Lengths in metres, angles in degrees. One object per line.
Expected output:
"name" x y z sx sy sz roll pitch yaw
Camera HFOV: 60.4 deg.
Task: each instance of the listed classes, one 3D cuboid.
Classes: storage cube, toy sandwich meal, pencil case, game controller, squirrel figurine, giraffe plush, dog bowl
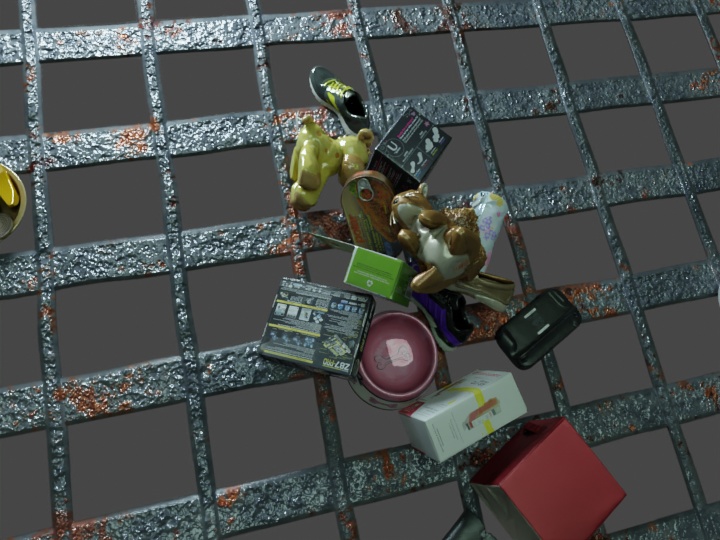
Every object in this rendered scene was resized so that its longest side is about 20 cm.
"storage cube" 0.340 0.404 1.154 0.179 0.171 0.201 -38 83 -18
"toy sandwich meal" -0.742 -0.140 1.175 0.201 0.070 0.210 3 72 -10
"pencil case" 0.252 -0.068 1.327 0.082 0.091 0.203 15 70 23
"game controller" 0.383 0.122 1.327 0.198 0.042 0.105 -34 67 -19
"squirrel figurine" 0.142 -0.069 1.157 0.198 0.143 0.187 5 38 -46
"giraffe plush" -0.056 -0.224 1.283 0.159 0.172 0.205 4 83 -15
"dog bowl" 0.066 0.171 1.228 0.196 0.074 0.204 3 73 -10

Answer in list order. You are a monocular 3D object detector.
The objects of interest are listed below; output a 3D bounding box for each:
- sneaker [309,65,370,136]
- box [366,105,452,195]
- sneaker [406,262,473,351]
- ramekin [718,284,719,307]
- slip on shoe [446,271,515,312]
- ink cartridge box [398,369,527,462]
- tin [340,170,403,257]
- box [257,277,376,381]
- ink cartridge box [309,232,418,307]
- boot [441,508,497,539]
"sneaker" -0.038 -0.389 1.378 0.074 0.085 0.201 -38 83 -20
"box" 0.086 -0.217 1.286 0.114 0.200 0.133 36 69 1
"sneaker" 0.165 0.058 1.259 0.069 0.099 0.202 -27 82 -41
"ramekin" 0.916 0.064 1.410 0.198 0.094 0.207 3 72 -9
"slip on shoe" 0.214 0.014 1.228 0.197 0.076 0.061 26 112 -2
"ink cartridge box" 0.191 0.268 1.176 0.197 0.145 0.085 -23 91 -17
"tin" 0.026 -0.108 1.259 0.110 0.203 0.042 -11 33 10
"box" -0.083 0.110 1.195 0.196 0.049 0.164 9 68 18
"ink cartridge box" 0.000 0.000 1.214 0.197 0.148 0.077 17 86 19
"boot" 0.141 0.515 1.136 0.199 0.066 0.166 -38 91 -16
